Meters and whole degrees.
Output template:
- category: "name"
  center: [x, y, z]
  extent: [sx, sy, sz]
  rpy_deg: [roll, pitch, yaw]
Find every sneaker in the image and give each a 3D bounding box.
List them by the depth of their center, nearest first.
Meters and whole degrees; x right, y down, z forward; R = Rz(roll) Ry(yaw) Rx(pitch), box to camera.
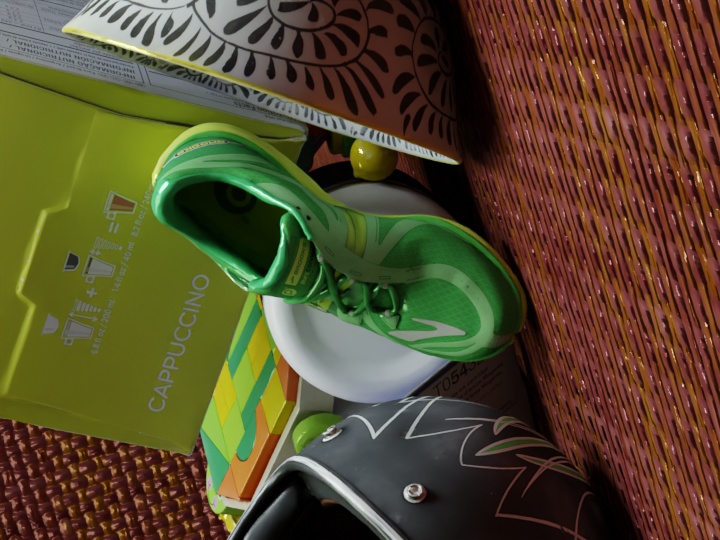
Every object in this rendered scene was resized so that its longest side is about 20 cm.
- category: "sneaker"
  center: [-0.016, -0.002, 1.460]
  extent: [0.084, 0.200, 0.074]
  rpy_deg: [-52, -16, -61]

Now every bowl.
- category: "bowl"
  center: [-0.034, -0.125, 1.417]
  extent: [0.201, 0.200, 0.094]
  rpy_deg: [-164, 91, -84]

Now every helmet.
- category: "helmet"
  center: [0.032, 0.154, 1.402]
  extent: [0.200, 0.191, 0.200]
  rpy_deg: [34, -167, -9]

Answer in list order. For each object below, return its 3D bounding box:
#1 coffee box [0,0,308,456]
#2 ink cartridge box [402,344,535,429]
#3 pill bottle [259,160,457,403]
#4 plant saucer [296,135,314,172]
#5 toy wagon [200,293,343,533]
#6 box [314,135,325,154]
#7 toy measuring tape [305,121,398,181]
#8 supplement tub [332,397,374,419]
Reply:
- category: "coffee box"
  center: [-0.166, -0.045, 1.597]
  extent: [0.198, 0.200, 0.200]
  rpy_deg: [-118, 45, -62]
- category: "ink cartridge box"
  center: [0.018, 0.146, 1.554]
  extent: [0.043, 0.196, 0.200]
  rpy_deg: [24, 140, 43]
- category: "pill bottle"
  center: [0.000, 0.000, 1.621]
  extent: [0.200, 0.116, 0.116]
  rpy_deg: [-119, 11, -80]
- category: "plant saucer"
  center: [-0.039, -0.135, 1.626]
  extent: [0.070, 0.019, 0.200]
  rpy_deg: [137, 139, -63]
- category: "toy wagon"
  center: [-0.061, 0.087, 1.801]
  extent: [0.155, 0.040, 0.200]
  rpy_deg: [-107, 33, -43]
- category: "box"
  center: [-0.058, -0.151, 1.722]
  extent: [0.137, 0.039, 0.200]
  rpy_deg: [-50, 43, 30]
- category: "toy measuring tape"
  center: [-0.007, -0.125, 1.578]
  extent: [0.074, 0.073, 0.200]
  rpy_deg: [79, 180, -56]
- category: "supplement tub"
  center: [-0.003, 0.064, 1.877]
  extent: [0.200, 0.122, 0.123]
  rpy_deg: [-114, 8, -49]
